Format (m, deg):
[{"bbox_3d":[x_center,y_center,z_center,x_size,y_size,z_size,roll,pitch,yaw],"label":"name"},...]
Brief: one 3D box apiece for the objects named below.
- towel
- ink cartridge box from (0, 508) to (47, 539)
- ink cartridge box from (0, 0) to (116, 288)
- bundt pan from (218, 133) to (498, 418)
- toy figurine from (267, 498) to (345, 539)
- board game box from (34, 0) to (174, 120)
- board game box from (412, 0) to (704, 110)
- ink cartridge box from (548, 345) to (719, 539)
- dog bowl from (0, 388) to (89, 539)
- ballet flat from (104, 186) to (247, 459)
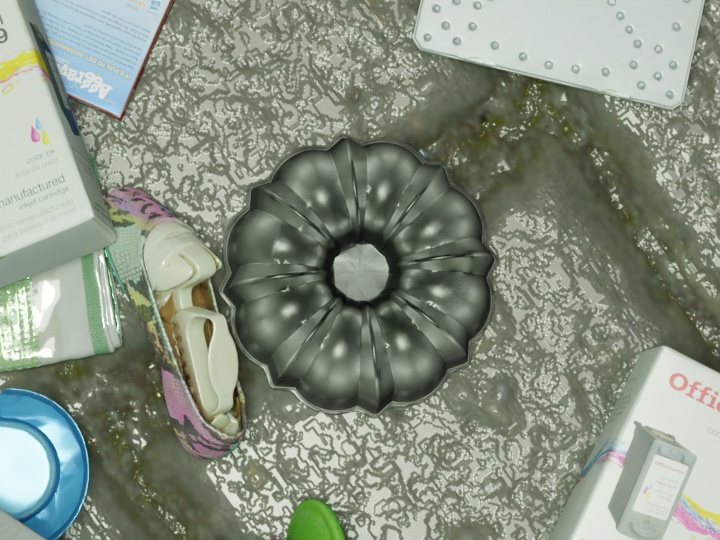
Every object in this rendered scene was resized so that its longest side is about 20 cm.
[{"bbox_3d":[-0.273,-0.002,1.545,0.198,0.031,0.151,-9,85,-4],"label":"towel"},{"bbox_3d":[-0.210,0.246,1.413,0.043,0.200,0.200,-24,109,-22],"label":"ink cartridge box"},{"bbox_3d":[-0.268,-0.093,1.498,0.144,0.088,0.202,-21,78,2],"label":"ink cartridge box"},{"bbox_3d":[0.000,0.000,1.537,0.200,0.076,0.204,0,84,-2],"label":"bundt pan"},{"bbox_3d":[-0.089,0.251,1.449,0.183,0.150,0.202,-2,62,-29],"label":"toy figurine"},{"bbox_3d":[-0.240,-0.193,1.570,0.199,0.019,0.104,24,83,-1],"label":"board game box"},{"bbox_3d":[0.153,-0.232,1.590,0.198,0.026,0.202,13,85,-2],"label":"board game box"},{"bbox_3d":[0.221,0.172,1.528,0.147,0.086,0.201,26,85,0],"label":"ink cartridge box"},{"bbox_3d":[-0.284,0.134,1.523,0.198,0.050,0.113,6,85,-3],"label":"dog bowl"},{"bbox_3d":[-0.118,0.030,1.527,0.069,0.071,0.202,-16,86,-38],"label":"ballet flat"}]
